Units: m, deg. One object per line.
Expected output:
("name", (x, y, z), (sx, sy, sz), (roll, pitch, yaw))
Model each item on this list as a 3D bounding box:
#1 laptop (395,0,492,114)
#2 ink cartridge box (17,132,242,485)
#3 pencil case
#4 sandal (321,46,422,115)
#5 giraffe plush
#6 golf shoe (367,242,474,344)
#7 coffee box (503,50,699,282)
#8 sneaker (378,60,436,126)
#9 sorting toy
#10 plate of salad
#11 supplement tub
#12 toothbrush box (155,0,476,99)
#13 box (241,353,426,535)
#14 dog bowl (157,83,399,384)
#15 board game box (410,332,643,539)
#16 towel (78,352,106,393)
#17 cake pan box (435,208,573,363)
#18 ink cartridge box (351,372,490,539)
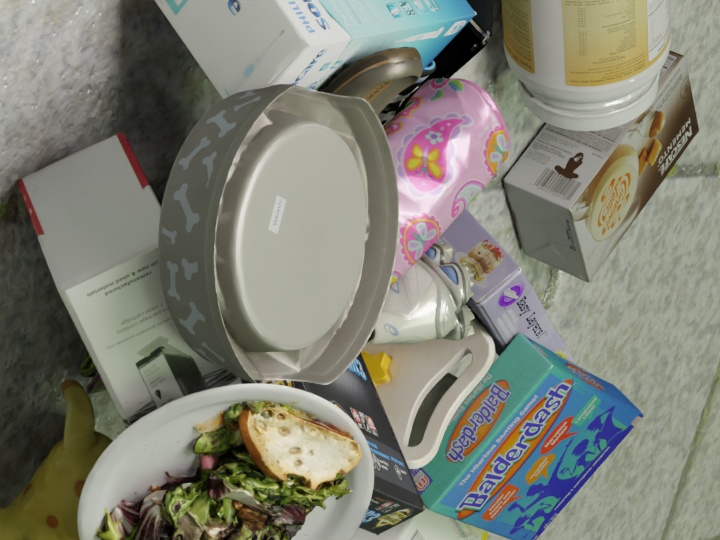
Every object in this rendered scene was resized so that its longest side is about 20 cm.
("laptop", (0.025, -0.225, 1.760), (0.200, 0.104, 0.177), (-41, 150, 8))
("ink cartridge box", (-0.142, 0.034, 1.491), (0.082, 0.147, 0.201), (-25, 127, -5))
("pencil case", (0.023, -0.052, 1.609), (0.200, 0.087, 0.088), (-48, 146, -25))
("sandal", (-0.022, -0.080, 1.531), (0.200, 0.055, 0.081), (-38, 168, 32))
("giraffe plush", (-0.220, 0.194, 1.550), (0.161, 0.173, 0.201), (-31, 151, -14))
("golf shoe", (0.000, 0.000, 1.673), (0.096, 0.200, 0.079), (-16, 115, -24))
("coffee box", (0.226, -0.107, 2.095), (0.200, 0.079, 0.115), (-51, 147, -23))
("sneaker", (0.012, -0.139, 1.669), (0.072, 0.072, 0.201), (-16, 138, -46))
("sorting toy", (0.006, 0.074, 1.773), (0.201, 0.179, 0.107), (-55, 148, -17))
("plate of salad", (-0.085, 0.157, 1.465), (0.198, 0.048, 0.201), (-10, 130, -11))
("supplement tub", (0.188, -0.232, 1.880), (0.144, 0.144, 0.201), (-44, 144, -32))
("toothbrush box", (-0.038, -0.193, 1.527), (0.085, 0.147, 0.199), (-44, 165, 34))
("box", (-0.035, 0.083, 1.628), (0.049, 0.200, 0.200), (-26, 160, 11))
("dog bowl", (-0.053, -0.024, 1.419), (0.199, 0.058, 0.202), (-16, 109, -55))
("board game box", (0.134, 0.142, 1.832), (0.152, 0.045, 0.200), (-50, 148, 8))
("towel", (-0.119, -0.002, 1.627), (0.143, 0.023, 0.201), (-9, 134, -58))
("cake pan box", (0.078, -0.012, 1.819), (0.052, 0.200, 0.184), (-38, 147, -4))
("ink cartridge box", (0.023, 0.190, 1.919), (0.201, 0.144, 0.147), (-56, 148, -16))
